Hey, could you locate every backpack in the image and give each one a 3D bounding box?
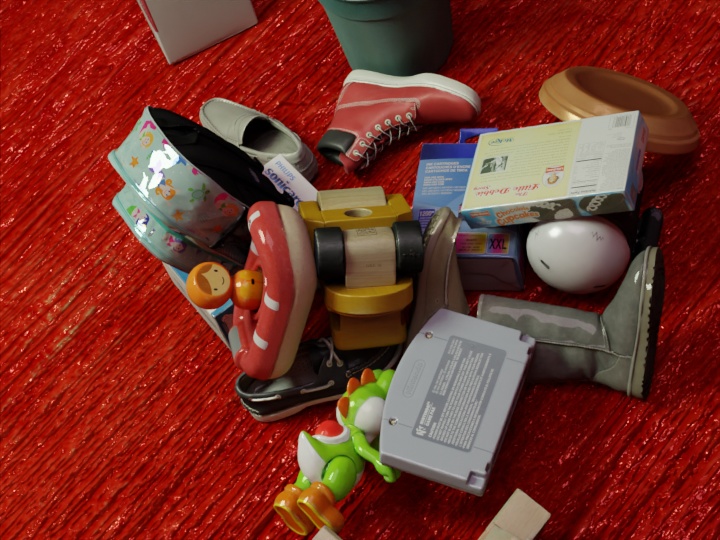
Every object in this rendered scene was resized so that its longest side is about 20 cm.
[{"bbox_3d":[-0.195,-0.090,1.683,0.151,0.200,0.178,-45,55,7],"label":"backpack"}]

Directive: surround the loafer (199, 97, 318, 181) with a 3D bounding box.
[{"bbox_3d":[-0.136,-0.178,1.909,0.199,0.070,0.070,30,68,29],"label":"loafer"}]

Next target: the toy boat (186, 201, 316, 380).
[{"bbox_3d":[-0.127,0.019,1.615,0.129,0.202,0.131,5,34,-19],"label":"toy boat"}]

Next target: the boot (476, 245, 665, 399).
[{"bbox_3d":[0.228,0.049,1.625,0.198,0.072,0.184,12,99,24],"label":"boot"}]

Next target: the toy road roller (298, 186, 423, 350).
[{"bbox_3d":[0.000,0.000,1.659,0.121,0.148,0.200,-4,22,-7],"label":"toy road roller"}]

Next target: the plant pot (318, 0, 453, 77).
[{"bbox_3d":[0.033,-0.355,1.907,0.198,0.197,0.202,-6,55,9],"label":"plant pot"}]

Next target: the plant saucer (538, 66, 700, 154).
[{"bbox_3d":[0.311,-0.196,1.753,0.198,0.038,0.201,13,25,-6],"label":"plant saucer"}]

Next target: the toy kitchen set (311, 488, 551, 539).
[{"bbox_3d":[0.067,0.267,1.468,0.180,0.163,0.200,37,72,14],"label":"toy kitchen set"}]

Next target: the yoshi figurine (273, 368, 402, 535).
[{"bbox_3d":[-0.001,0.203,1.595,0.112,0.112,0.201,26,59,16],"label":"yoshi figurine"}]

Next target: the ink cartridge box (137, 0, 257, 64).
[{"bbox_3d":[-0.256,-0.426,2.062,0.144,0.146,0.201,-27,54,-5],"label":"ink cartridge box"}]

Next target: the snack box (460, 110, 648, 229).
[{"bbox_3d":[0.216,-0.111,1.644,0.198,0.037,0.117,-6,50,31],"label":"snack box"}]

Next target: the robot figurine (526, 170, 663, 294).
[{"bbox_3d":[0.260,-0.068,1.699,0.149,0.125,0.202,-5,52,30],"label":"robot figurine"}]

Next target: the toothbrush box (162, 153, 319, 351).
[{"bbox_3d":[-0.125,-0.023,1.792,0.199,0.086,0.146,-38,55,-11],"label":"toothbrush box"}]

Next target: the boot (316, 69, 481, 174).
[{"bbox_3d":[0.047,-0.176,1.863,0.198,0.073,0.145,7,59,29],"label":"boot"}]

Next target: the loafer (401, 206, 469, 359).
[{"bbox_3d":[0.092,0.027,1.670,0.067,0.202,0.076,10,15,-2],"label":"loafer"}]

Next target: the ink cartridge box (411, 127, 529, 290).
[{"bbox_3d":[0.134,-0.079,1.770,0.135,0.077,0.202,0,55,15],"label":"ink cartridge box"}]

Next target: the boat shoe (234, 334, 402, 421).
[{"bbox_3d":[-0.049,0.108,1.684,0.198,0.060,0.074,-21,54,10],"label":"boat shoe"}]

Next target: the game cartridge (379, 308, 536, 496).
[{"bbox_3d":[0.098,0.136,1.565,0.132,0.041,0.201,18,54,11],"label":"game cartridge"}]
